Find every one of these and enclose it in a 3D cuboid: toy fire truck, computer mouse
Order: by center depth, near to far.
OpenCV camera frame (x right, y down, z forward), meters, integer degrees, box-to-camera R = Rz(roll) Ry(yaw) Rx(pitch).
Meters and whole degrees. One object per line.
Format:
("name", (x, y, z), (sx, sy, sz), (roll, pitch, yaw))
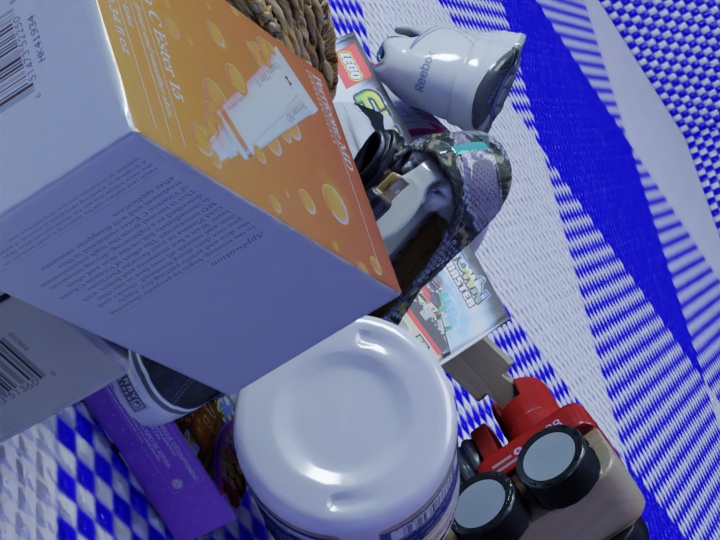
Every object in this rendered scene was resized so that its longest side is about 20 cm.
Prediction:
("computer mouse", (-0.019, -0.050, 1.103), (0.044, 0.110, 0.200), (38, 12, -11))
("toy fire truck", (0.059, 0.118, 1.289), (0.129, 0.176, 0.200), (51, 8, -35))

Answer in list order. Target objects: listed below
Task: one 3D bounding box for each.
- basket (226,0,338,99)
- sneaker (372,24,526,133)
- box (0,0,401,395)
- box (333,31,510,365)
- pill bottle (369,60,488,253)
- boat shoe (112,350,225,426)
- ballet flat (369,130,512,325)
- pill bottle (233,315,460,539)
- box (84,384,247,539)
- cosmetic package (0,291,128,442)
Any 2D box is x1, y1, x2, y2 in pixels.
("basket", (-0.083, -0.159, 1.081), (0.201, 0.142, 0.149), (67, 31, -32))
("sneaker", (0.057, -0.132, 1.324), (0.087, 0.075, 0.200), (21, 5, 4))
("box", (-0.086, -0.046, 0.841), (0.200, 0.097, 0.125), (31, 34, -56))
("box", (-0.002, -0.031, 1.227), (0.110, 0.035, 0.201), (-31, 93, -37))
("pill bottle", (-0.003, -0.077, 1.393), (0.113, 0.113, 0.200), (50, -1, -39))
("boat shoe", (-0.070, 0.031, 1.063), (0.069, 0.056, 0.200), (62, 17, -5))
("ballet flat", (0.000, 0.000, 1.126), (0.072, 0.200, 0.072), (33, 24, -17))
("pill bottle", (-0.003, 0.103, 1.086), (0.200, 0.111, 0.112), (82, -12, -70))
("box", (-0.101, 0.040, 1.126), (0.137, 0.039, 0.200), (59, 17, -18))
("cosmetic package", (-0.163, -0.022, 0.918), (0.071, 0.105, 0.201), (48, 21, -37))
